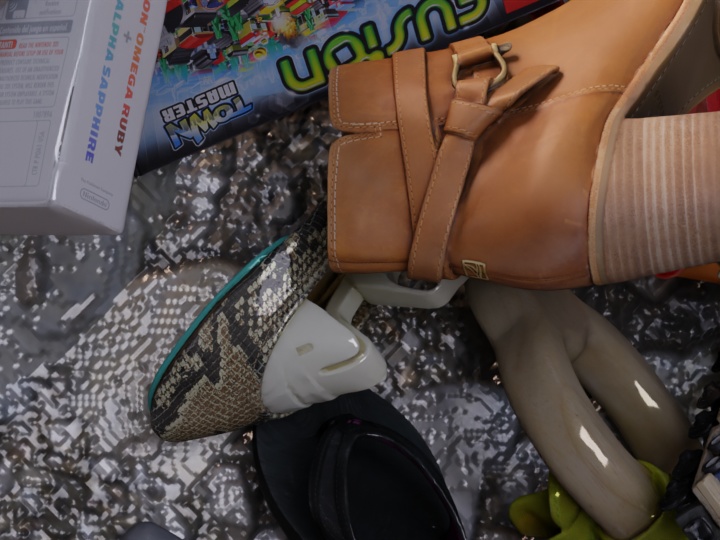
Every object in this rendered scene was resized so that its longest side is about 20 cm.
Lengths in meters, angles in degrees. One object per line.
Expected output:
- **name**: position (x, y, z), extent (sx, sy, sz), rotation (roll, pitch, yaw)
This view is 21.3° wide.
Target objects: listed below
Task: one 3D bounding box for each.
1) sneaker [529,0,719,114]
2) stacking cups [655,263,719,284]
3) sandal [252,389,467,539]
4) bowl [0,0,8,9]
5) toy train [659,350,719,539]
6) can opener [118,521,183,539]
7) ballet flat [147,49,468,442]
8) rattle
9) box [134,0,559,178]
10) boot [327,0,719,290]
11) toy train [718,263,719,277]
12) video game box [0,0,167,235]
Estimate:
- **sneaker**: position (0.124, -0.131, 0.865), extent (0.115, 0.078, 0.202), rotation (10, 61, -45)
- **stacking cups**: position (0.185, -0.008, 0.836), extent (0.198, 0.060, 0.061), rotation (5, 79, -25)
- **sandal**: position (0.016, 0.110, 0.746), extent (0.075, 0.048, 0.201), rotation (-6, 51, -26)
- **bowl**: position (-0.179, -0.185, 0.640), extent (0.198, 0.075, 0.202), rotation (16, 91, 4)
- **toy train**: position (0.159, 0.060, 0.778), extent (0.034, 0.046, 0.200), rotation (52, 27, -5)
- **can opener**: position (-0.011, 0.160, 0.763), extent (0.199, 0.067, 0.053), rotation (29, 29, -6)
- **ballet flat**: position (0.000, 0.000, 0.761), extent (0.075, 0.068, 0.200), rotation (33, 77, 29)
- **rattle**: position (0.058, 0.058, 0.820), extent (0.130, 0.143, 0.201), rotation (-18, 67, -50)
- **box**: position (-0.020, -0.126, 0.773), extent (0.199, 0.035, 0.111), rotation (-24, 126, -6)
- **boot**: position (0.065, -0.079, 0.734), extent (0.153, 0.074, 0.201), rotation (-4, 47, 13)
- **toy train**: position (0.176, 0.024, 0.749), extent (0.201, 0.034, 0.046), rotation (53, 34, 7)
- **video game box**: position (-0.157, -0.105, 0.711), extent (0.047, 0.199, 0.184), rotation (24, 72, -54)
